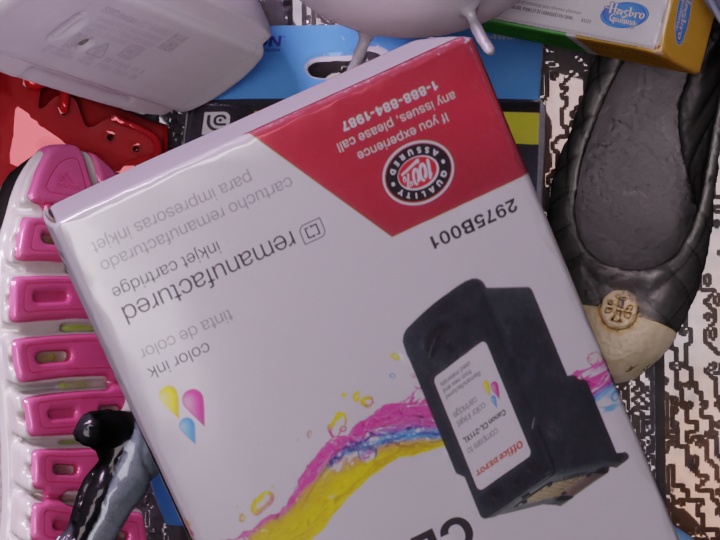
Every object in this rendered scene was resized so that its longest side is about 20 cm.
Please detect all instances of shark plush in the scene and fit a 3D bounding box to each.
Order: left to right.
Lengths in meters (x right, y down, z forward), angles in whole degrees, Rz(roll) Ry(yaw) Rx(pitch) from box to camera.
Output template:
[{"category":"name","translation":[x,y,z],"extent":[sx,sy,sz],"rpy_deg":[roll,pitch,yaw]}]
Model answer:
[{"category":"shark plush","translation":[-0.033,0.026,0.761],"extent":[0.083,0.091,0.200],"rpy_deg":[43,64,-4]}]

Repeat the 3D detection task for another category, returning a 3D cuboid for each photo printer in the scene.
[{"category":"photo printer","translation":[-0.128,-0.163,0.812],"extent":[0.069,0.166,0.201],"rpy_deg":[-34,71,18]}]

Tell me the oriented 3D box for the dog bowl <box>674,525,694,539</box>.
[{"category":"dog bowl","translation":[0.062,0.167,0.818],"extent":[0.200,0.050,0.112],"rpy_deg":[-41,101,-17]}]

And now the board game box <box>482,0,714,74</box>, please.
[{"category":"board game box","translation":[0.081,-0.188,0.830],"extent":[0.153,0.040,0.201],"rpy_deg":[16,92,33]}]

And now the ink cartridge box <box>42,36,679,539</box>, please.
[{"category":"ink cartridge box","translation":[0.004,0.043,0.709],"extent":[0.145,0.083,0.201],"rpy_deg":[-25,99,-7]}]

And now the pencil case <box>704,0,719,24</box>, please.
[{"category":"pencil case","translation":[0.203,-0.156,0.789],"extent":[0.091,0.083,0.200],"rpy_deg":[31,67,18]}]

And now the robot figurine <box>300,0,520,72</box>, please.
[{"category":"robot figurine","translation":[0.017,-0.170,0.773],"extent":[0.113,0.169,0.201],"rpy_deg":[2,84,-33]}]

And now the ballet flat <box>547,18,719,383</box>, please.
[{"category":"ballet flat","translation":[0.112,-0.055,0.847],"extent":[0.066,0.057,0.201],"rpy_deg":[11,91,5]}]

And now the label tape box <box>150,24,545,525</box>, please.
[{"category":"label tape box","translation":[0.000,0.000,0.847],"extent":[0.143,0.066,0.201],"rpy_deg":[1,57,7]}]

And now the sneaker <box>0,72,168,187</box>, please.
[{"category":"sneaker","translation":[-0.139,-0.080,0.880],"extent":[0.115,0.078,0.201],"rpy_deg":[-9,101,-2]}]

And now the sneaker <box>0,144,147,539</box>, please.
[{"category":"sneaker","translation":[-0.128,0.053,0.827],"extent":[0.087,0.074,0.201],"rpy_deg":[-9,80,45]}]
